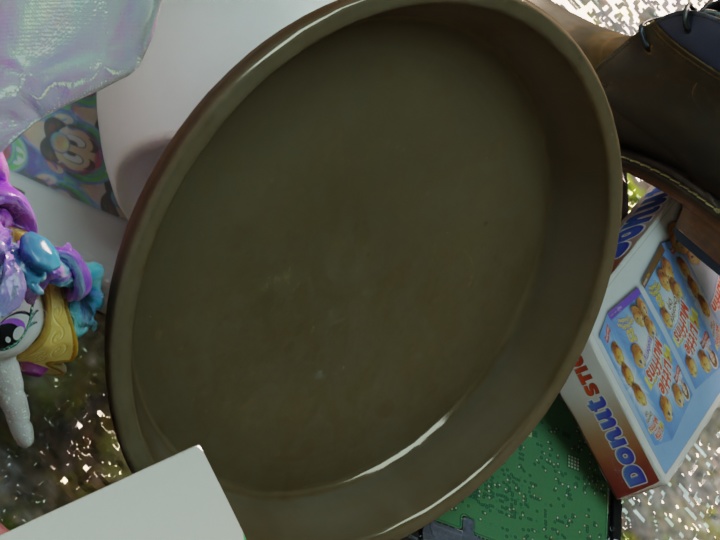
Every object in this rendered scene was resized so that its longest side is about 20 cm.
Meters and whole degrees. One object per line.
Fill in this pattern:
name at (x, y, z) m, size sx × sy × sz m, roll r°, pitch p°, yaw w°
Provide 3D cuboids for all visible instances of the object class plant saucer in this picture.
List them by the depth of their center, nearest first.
plant saucer at (0.000, 0.000, 0.843) m, size 0.200 × 0.201 × 0.029 m, roll -6°, pitch 26°, yaw -38°

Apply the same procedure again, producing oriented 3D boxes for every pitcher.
pitcher at (-0.029, -0.112, 0.903) m, size 0.172 × 0.121 × 0.200 m, roll 50°, pitch 46°, yaw -38°

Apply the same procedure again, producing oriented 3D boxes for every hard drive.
hard drive at (0.033, 0.022, 0.976) m, size 0.139 × 0.038 × 0.201 m, roll 21°, pitch 53°, yaw -25°

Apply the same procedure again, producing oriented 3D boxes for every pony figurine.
pony figurine at (-0.141, -0.044, 0.715) m, size 0.200 × 0.166 × 0.194 m, roll 0°, pitch 84°, yaw -64°

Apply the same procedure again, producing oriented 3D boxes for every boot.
boot at (0.117, -0.082, 0.996) m, size 0.200 × 0.097 × 0.075 m, roll 38°, pitch 34°, yaw 18°

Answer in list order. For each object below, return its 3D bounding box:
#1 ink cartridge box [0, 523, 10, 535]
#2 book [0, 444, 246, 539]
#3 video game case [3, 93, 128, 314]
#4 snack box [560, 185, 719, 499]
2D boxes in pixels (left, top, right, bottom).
ink cartridge box at (-0.084, 0.174, 0.781) m, size 0.200 × 0.067 × 0.117 m, roll 40°, pitch 48°, yaw -10°
book at (-0.094, 0.144, 0.722) m, size 0.200 × 0.048 × 0.134 m, roll -23°, pitch 82°, yaw -43°
video game case at (-0.142, -0.102, 0.930) m, size 0.182 × 0.024 × 0.201 m, roll 24°, pitch 52°, yaw -23°
snack box at (0.124, 0.009, 1.020) m, size 0.072 × 0.024 × 0.200 m, roll 62°, pitch 33°, yaw -12°
